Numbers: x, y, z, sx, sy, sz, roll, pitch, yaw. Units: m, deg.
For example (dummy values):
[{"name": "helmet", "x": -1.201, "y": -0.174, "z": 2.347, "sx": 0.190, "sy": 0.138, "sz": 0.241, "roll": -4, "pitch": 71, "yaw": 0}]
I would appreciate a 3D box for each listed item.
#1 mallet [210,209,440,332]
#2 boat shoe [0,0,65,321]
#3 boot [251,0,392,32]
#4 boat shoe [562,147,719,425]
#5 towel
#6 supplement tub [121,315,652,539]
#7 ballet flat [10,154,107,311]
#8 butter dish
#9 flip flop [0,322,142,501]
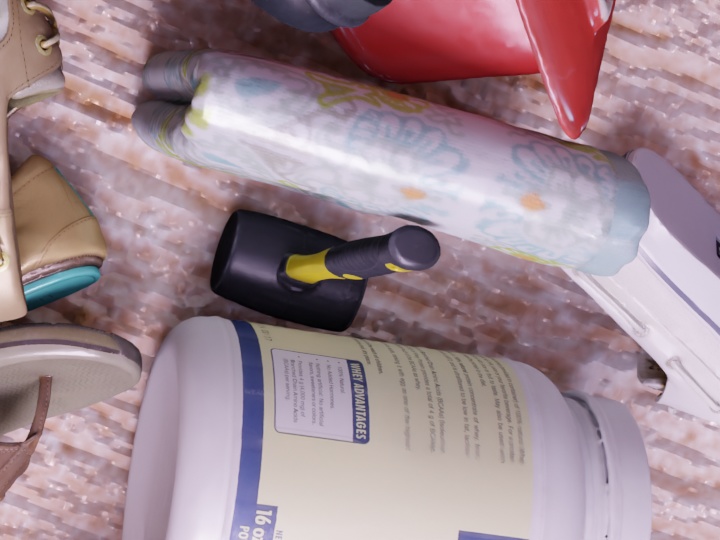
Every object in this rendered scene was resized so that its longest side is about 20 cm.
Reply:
[{"name": "mallet", "x": 0.000, "y": 0.000, "z": 0.820, "sx": 0.065, "sy": 0.200, "sz": 0.042, "roll": 18, "pitch": 83, "yaw": -22}, {"name": "boat shoe", "x": -0.148, "y": -0.077, "z": 0.810, "sx": 0.066, "sy": 0.074, "sz": 0.202, "roll": 6, "pitch": 91, "yaw": -8}, {"name": "boot", "x": -0.092, "y": -0.123, "z": 0.700, "sx": 0.168, "sy": 0.201, "sz": 0.076, "roll": -35, "pitch": 154, "yaw": 19}, {"name": "boat shoe", "x": 0.157, "y": 0.033, "z": 0.936, "sx": 0.070, "sy": 0.071, "sz": 0.200, "roll": -33, "pitch": 118, "yaw": 29}, {"name": "towel", "x": 0.003, "y": -0.044, "z": 0.803, "sx": 0.170, "sy": 0.200, "sz": 0.049, "roll": 13, "pitch": 92, "yaw": -14}, {"name": "supplement tub", "x": 0.008, "y": 0.102, "z": 0.877, "sx": 0.198, "sy": 0.145, "sz": 0.146, "roll": 8, "pitch": 106, "yaw": -14}, {"name": "ballet flat", "x": -0.202, "y": 0.015, "z": 0.859, "sx": 0.199, "sy": 0.069, "sz": 0.063, "roll": -26, "pitch": 83, "yaw": -6}, {"name": "butter dish", "x": 0.012, "y": -0.153, "z": 0.795, "sx": 0.147, "sy": 0.200, "sz": 0.201, "roll": -15, "pitch": 110, "yaw": 18}, {"name": "flip flop", "x": -0.179, "y": 0.078, "z": 0.858, "sx": 0.198, "sy": 0.081, "sz": 0.058, "roll": -23, "pitch": 67, "yaw": -1}]
